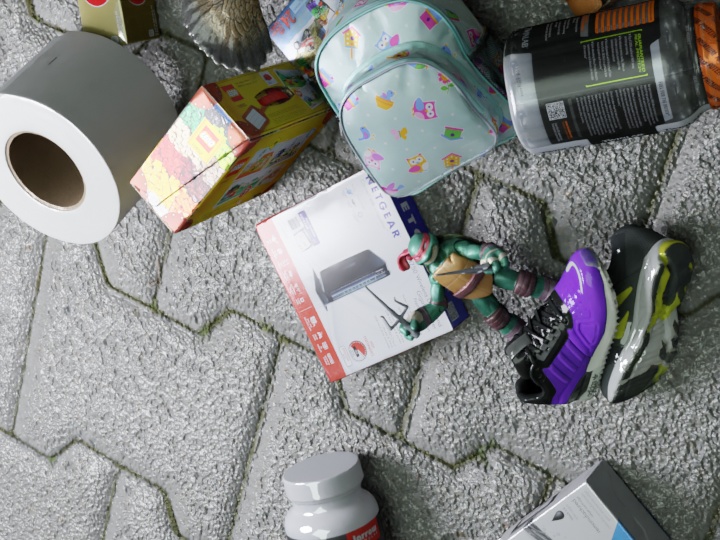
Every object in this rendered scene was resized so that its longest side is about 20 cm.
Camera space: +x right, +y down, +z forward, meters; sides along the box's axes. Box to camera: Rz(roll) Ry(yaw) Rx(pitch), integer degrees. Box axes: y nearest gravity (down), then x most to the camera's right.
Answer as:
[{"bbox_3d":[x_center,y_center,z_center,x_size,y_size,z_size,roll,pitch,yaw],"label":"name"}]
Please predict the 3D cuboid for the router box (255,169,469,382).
[{"bbox_3d":[0.000,0.000,1.515,0.178,0.049,0.202,-25,92,32],"label":"router box"}]

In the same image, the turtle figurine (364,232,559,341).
[{"bbox_3d":[0.112,0.012,1.399,0.198,0.102,0.150,24,137,-20],"label":"turtle figurine"}]

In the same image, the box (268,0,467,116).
[{"bbox_3d":[0.007,-0.274,1.435,0.137,0.038,0.200,50,121,7],"label":"box"}]

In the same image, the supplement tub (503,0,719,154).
[{"bbox_3d":[0.243,-0.185,1.277,0.197,0.122,0.124,-8,102,21],"label":"supplement tub"}]

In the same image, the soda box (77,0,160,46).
[{"bbox_3d":[-0.289,-0.360,1.549,0.063,0.068,0.203,-2,104,29],"label":"soda box"}]

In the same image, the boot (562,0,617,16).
[{"bbox_3d":[0.235,-0.340,1.268,0.199,0.076,0.156,-34,86,34],"label":"boot"}]

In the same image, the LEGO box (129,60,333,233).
[{"bbox_3d":[-0.132,-0.137,1.456,0.077,0.200,0.149,47,120,7],"label":"LEGO box"}]

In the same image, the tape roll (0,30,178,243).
[{"bbox_3d":[-0.325,-0.152,1.554,0.200,0.140,0.204,18,135,18],"label":"tape roll"}]

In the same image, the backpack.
[{"bbox_3d":[0.051,-0.187,1.343,0.175,0.154,0.201,-27,109,30],"label":"backpack"}]

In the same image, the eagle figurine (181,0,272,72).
[{"bbox_3d":[-0.125,-0.333,1.422,0.149,0.202,0.153,-12,139,-5],"label":"eagle figurine"}]

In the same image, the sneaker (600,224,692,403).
[{"bbox_3d":[0.278,0.042,1.377,0.085,0.074,0.202,44,133,43],"label":"sneaker"}]

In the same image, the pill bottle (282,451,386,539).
[{"bbox_3d":[-0.026,0.325,1.589,0.114,0.116,0.203,-7,102,29],"label":"pill bottle"}]

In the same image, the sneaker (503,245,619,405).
[{"bbox_3d":[0.196,0.067,1.361,0.098,0.070,0.202,-9,133,-12],"label":"sneaker"}]

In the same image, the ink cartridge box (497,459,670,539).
[{"bbox_3d":[0.223,0.314,1.480,0.116,0.068,0.200,50,121,7],"label":"ink cartridge box"}]
